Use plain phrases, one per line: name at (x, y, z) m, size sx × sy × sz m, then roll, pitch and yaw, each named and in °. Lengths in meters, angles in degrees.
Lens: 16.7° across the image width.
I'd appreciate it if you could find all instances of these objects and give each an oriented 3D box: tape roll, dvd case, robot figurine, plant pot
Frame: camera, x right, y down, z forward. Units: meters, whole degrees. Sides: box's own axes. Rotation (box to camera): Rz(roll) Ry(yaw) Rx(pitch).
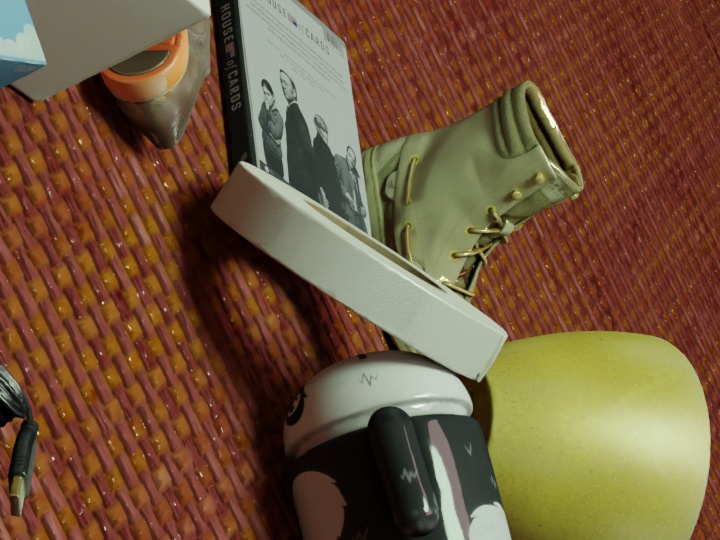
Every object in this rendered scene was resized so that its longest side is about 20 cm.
tape roll at (0.000, 0.000, 1.526) m, size 0.203 × 0.037 × 0.203 m, roll 32°, pitch 3°, yaw -2°
dvd case at (-0.046, -0.109, 1.691) m, size 0.150 × 0.025 × 0.200 m, roll 39°, pitch 35°, yaw -48°
robot figurine at (0.022, 0.147, 1.475) m, size 0.125 × 0.150 × 0.200 m, roll 5°, pitch 64°, yaw -44°
plant pot at (0.118, 0.124, 1.657) m, size 0.142 × 0.200 × 0.200 m, roll 17°, pitch 48°, yaw -29°

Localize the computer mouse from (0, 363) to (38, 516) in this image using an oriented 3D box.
computer mouse at (-0.209, 0.078, 1.133) m, size 0.140 × 0.046 × 0.200 m, roll 51°, pitch 16°, yaw -25°

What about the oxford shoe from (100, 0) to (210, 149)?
oxford shoe at (-0.126, -0.160, 1.531) m, size 0.073 × 0.071 × 0.200 m, roll 72°, pitch 17°, yaw -44°

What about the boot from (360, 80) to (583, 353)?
boot at (0.087, -0.021, 1.730) m, size 0.073 × 0.155 × 0.200 m, roll 26°, pitch 46°, yaw -57°

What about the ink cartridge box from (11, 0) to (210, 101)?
ink cartridge box at (-0.178, -0.225, 1.378) m, size 0.129 × 0.125 × 0.200 m, roll 35°, pitch 39°, yaw -51°

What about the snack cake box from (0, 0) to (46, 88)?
snack cake box at (-0.248, -0.107, 1.125) m, size 0.200 × 0.115 × 0.067 m, roll -1°, pitch 70°, yaw -65°
